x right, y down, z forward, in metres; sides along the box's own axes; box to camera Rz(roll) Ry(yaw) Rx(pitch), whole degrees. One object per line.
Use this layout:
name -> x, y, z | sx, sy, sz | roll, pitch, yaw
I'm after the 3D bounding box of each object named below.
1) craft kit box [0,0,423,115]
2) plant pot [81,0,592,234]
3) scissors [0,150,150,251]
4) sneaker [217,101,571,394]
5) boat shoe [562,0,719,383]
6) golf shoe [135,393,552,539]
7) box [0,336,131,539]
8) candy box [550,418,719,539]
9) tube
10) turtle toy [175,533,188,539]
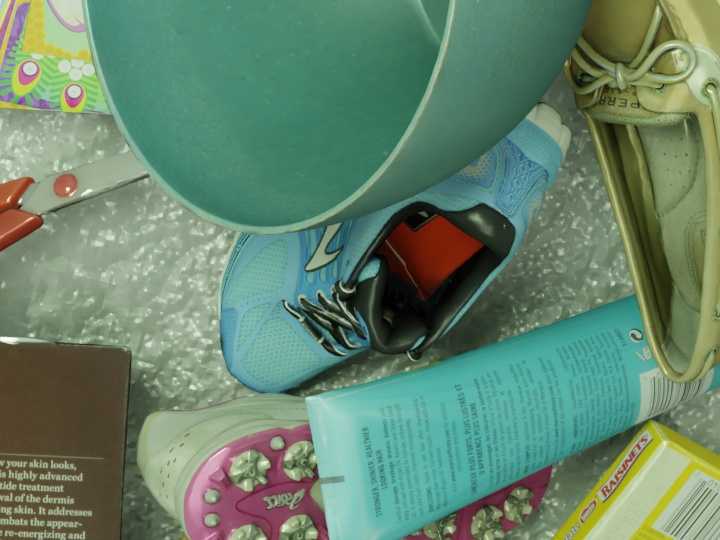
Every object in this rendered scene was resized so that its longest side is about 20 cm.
craft kit box -> -0.068, -0.159, 0.947 | 0.197, 0.049, 0.200 | 2, 111, -9
plant pot -> 0.010, -0.118, 0.864 | 0.135, 0.200, 0.200 | -6, 118, -43
scissors -> -0.135, -0.036, 0.981 | 0.200, 0.073, 0.014 | -32, 148, 6
sneaker -> 0.000, 0.000, 0.965 | 0.078, 0.090, 0.200 | 33, 134, -18
boat shoe -> 0.121, -0.050, 0.942 | 0.063, 0.073, 0.201 | -42, 128, -34
golf shoe -> -0.006, 0.080, 1.024 | 0.200, 0.092, 0.075 | 2, 103, -37
box -> -0.150, 0.131, 0.975 | 0.100, 0.200, 0.075 | 4, 156, -6
candy box -> 0.178, 0.149, 1.076 | 0.200, 0.026, 0.102 | 29, 109, -27
tube -> 0.068, 0.057, 0.991 | 0.200, 0.050, 0.077 | -20, 106, -27
turtle toy -> -0.019, 0.170, 1.047 | 0.200, 0.101, 0.146 | 2, 134, -8
